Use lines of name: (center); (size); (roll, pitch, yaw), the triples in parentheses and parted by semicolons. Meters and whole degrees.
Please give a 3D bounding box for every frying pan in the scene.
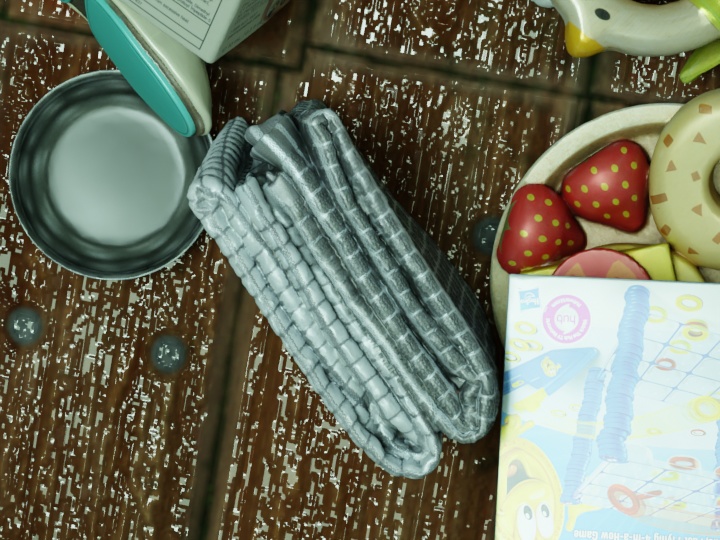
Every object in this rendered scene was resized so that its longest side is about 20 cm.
frying pan: (-0.126, -0.089, 1.618); (0.114, 0.031, 0.191); (14, 86, -1)

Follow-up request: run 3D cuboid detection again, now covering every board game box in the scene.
board game box: (0.171, 0.105, 1.524); (0.199, 0.056, 0.197); (2, 86, 11)

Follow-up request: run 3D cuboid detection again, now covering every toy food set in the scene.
toy food set: (0.169, 0.009, 1.588); (0.199, 0.049, 0.199); (-13, 96, 8)

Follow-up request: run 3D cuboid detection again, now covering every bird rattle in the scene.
bird rattle: (0.169, -0.185, 1.518); (0.162, 0.113, 0.201); (-11, 100, -7)

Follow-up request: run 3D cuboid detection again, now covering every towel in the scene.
towel: (0.000, 0.000, 1.545); (0.085, 0.166, 0.200); (-33, 97, 8)

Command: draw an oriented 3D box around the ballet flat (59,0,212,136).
ballet flat: (-0.134, -0.158, 1.586); (0.200, 0.069, 0.070); (44, 100, 11)

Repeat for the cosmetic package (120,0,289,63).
cosmetic package: (-0.061, -0.218, 1.496); (0.103, 0.087, 0.200); (37, 133, 8)

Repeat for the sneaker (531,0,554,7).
sneaker: (0.088, -0.240, 1.556); (0.080, 0.076, 0.201); (-16, 97, -1)
